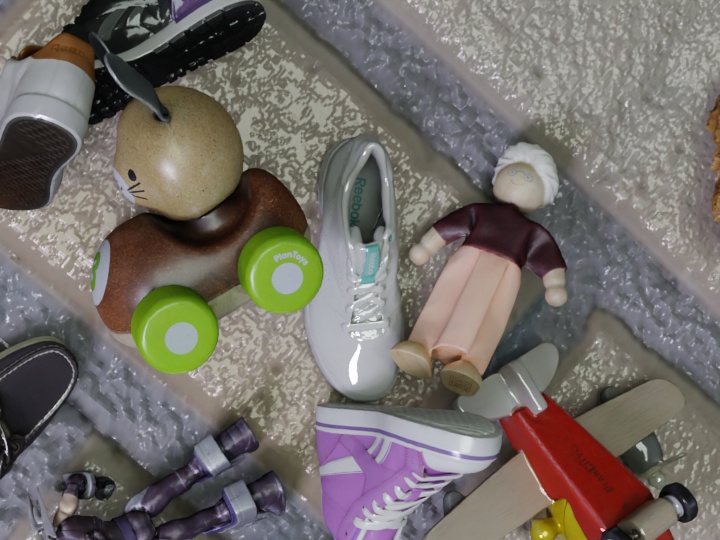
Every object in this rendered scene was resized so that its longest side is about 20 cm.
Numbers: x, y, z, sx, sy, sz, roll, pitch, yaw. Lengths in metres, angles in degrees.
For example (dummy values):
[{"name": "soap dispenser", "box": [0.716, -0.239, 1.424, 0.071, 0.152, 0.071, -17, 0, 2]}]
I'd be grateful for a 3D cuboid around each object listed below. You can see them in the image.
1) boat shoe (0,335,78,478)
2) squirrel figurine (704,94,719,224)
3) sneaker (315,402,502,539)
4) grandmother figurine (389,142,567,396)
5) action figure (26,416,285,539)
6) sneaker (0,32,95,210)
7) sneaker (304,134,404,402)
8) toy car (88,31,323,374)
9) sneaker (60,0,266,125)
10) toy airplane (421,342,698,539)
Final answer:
[{"name": "boat shoe", "box": [-0.272, 0.125, 1.017, 0.200, 0.065, 0.072, -40, 115, -21]}, {"name": "squirrel figurine", "box": [0.367, -0.068, 1.136, 0.199, 0.142, 0.187, -11, 104, 4]}, {"name": "sneaker", "box": [0.034, 0.154, 1.028, 0.072, 0.200, 0.115, 4, 85, -28]}, {"name": "grandmother figurine", "box": [0.099, -0.007, 1.083, 0.121, 0.061, 0.200, 23, 68, 1]}, {"name": "action figure", "box": [-0.154, 0.186, 1.046, 0.200, 0.069, 0.130, -25, 77, -19]}, {"name": "sneaker", "box": [-0.224, -0.100, 0.989, 0.073, 0.200, 0.085, 24, 64, -26]}, {"name": "sneaker", "box": [0.000, 0.000, 1.072, 0.075, 0.088, 0.201, -4, 92, -12]}, {"name": "toy car", "box": [-0.136, -0.061, 0.979, 0.158, 0.164, 0.200, -29, 115, -9]}, {"name": "sneaker", "box": [-0.174, -0.175, 1.057, 0.200, 0.076, 0.088, -26, 72, -6]}, {"name": "toy airplane", "box": [0.148, 0.158, 1.092, 0.199, 0.141, 0.200, 8, 53, -1]}]
